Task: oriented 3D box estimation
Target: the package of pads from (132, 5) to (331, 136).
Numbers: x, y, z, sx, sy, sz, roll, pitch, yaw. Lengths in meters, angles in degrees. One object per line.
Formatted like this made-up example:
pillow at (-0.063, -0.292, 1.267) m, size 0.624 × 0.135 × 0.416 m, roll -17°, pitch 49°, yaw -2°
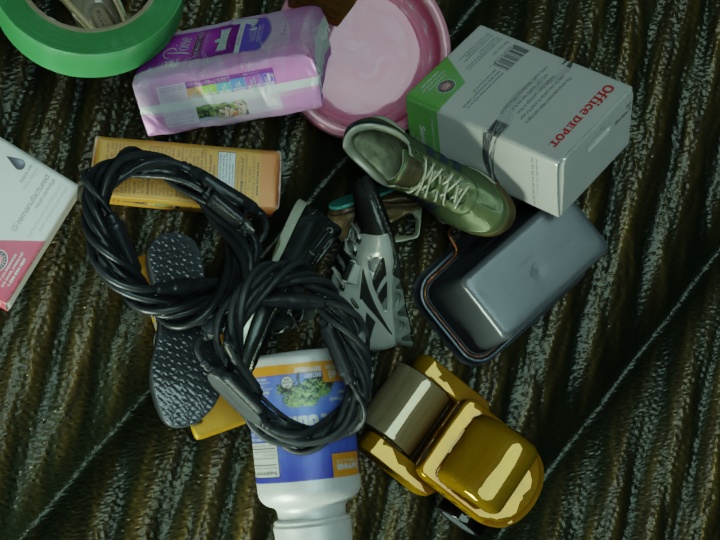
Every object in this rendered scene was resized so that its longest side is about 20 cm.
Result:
package of pads at (-0.130, -0.209, 1.577) m, size 0.197 × 0.121 × 0.076 m, roll -9°, pitch 122°, yaw 11°

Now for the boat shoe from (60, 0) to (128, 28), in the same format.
boat shoe at (-0.307, -0.321, 1.616) m, size 0.072 × 0.065 × 0.201 m, roll -32°, pitch 91°, yaw -12°

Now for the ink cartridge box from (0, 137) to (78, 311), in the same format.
ink cartridge box at (-0.412, -0.074, 1.560) m, size 0.199 × 0.084 × 0.146 m, roll 32°, pitch 79°, yaw -6°

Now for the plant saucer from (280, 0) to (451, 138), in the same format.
plant saucer at (0.000, -0.240, 1.675) m, size 0.198 × 0.051 × 0.203 m, roll 1°, pitch 83°, yaw -12°

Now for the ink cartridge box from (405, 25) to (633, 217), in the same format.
ink cartridge box at (0.170, -0.162, 1.616) m, size 0.199 × 0.085 × 0.145 m, roll 28°, pitch 56°, yaw 29°

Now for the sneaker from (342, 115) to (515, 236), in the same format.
sneaker at (0.063, -0.095, 1.573) m, size 0.199 × 0.090 × 0.068 m, roll 34°, pitch 107°, yaw 16°

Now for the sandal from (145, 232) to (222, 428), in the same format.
sandal at (-0.180, 0.063, 1.535) m, size 0.075 × 0.043 × 0.203 m, roll 2°, pitch 70°, yaw -18°

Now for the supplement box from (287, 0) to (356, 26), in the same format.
supplement box at (-0.024, -0.312, 1.550) m, size 0.066 × 0.200 × 0.070 m, roll 22°, pitch 80°, yaw -7°

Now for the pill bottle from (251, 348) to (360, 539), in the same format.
pill bottle at (-0.057, 0.187, 1.588) m, size 0.111 × 0.112 × 0.203 m, roll -6°, pitch 85°, yaw -11°

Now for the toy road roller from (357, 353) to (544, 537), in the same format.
toy road roller at (0.105, 0.187, 1.602) m, size 0.199 × 0.146 × 0.123 m, roll 38°, pitch 78°, yaw -5°

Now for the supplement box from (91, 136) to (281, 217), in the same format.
supplement box at (-0.186, -0.099, 1.609) m, size 0.197 × 0.067 × 0.070 m, roll 2°, pitch 84°, yaw -11°

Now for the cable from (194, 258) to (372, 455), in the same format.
cable at (-0.064, 0.088, 1.509) m, size 0.200 × 0.051 × 0.164 m, roll 45°, pitch 68°, yaw -21°

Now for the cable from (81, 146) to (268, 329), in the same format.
cable at (-0.197, -0.035, 1.511) m, size 0.199 × 0.051 × 0.164 m, roll 31°, pitch 67°, yaw -11°

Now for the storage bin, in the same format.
storage bin at (0.166, -0.008, 1.641) m, size 0.200 × 0.134 × 0.146 m, roll -40°, pitch 93°, yaw -13°

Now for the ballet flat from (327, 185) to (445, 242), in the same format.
ballet flat at (0.060, -0.074, 1.668) m, size 0.198 × 0.068 × 0.073 m, roll -25°, pitch 109°, yaw -12°

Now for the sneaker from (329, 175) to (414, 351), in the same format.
sneaker at (0.000, 0.000, 1.612) m, size 0.087 × 0.074 × 0.202 m, roll -11°, pitch 114°, yaw -1°

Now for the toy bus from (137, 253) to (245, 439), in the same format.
toy bus at (-0.178, 0.073, 1.593) m, size 0.064 × 0.078 × 0.202 m, roll -18°, pitch 88°, yaw -13°

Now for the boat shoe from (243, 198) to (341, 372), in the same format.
boat shoe at (-0.073, 0.025, 1.559) m, size 0.065 × 0.075 × 0.201 m, roll 22°, pitch 62°, yaw -1°

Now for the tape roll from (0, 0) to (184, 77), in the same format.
tape roll at (-0.278, -0.297, 1.551) m, size 0.198 × 0.048 × 0.203 m, roll 3°, pitch 67°, yaw -8°
